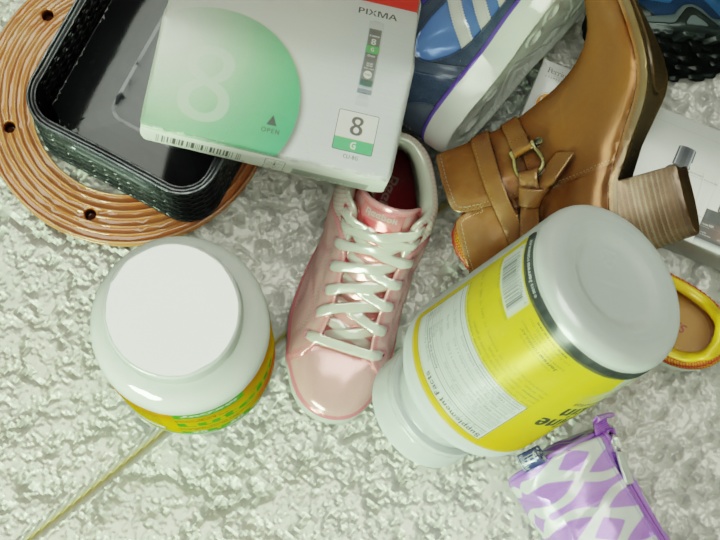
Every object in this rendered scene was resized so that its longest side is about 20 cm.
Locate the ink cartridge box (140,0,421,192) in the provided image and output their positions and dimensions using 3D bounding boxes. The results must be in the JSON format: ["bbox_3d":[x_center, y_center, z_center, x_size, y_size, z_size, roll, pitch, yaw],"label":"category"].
[{"bbox_3d":[-0.041,-0.163,1.378,0.161,0.050,0.200,12,83,-5],"label":"ink cartridge box"}]

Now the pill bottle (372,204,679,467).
[{"bbox_3d":[0.097,0.049,1.369,0.112,0.200,0.112,20,52,-29],"label":"pill bottle"}]

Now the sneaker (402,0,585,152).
[{"bbox_3d":[0.063,-0.192,1.464,0.146,0.081,0.200,40,94,16],"label":"sneaker"}]

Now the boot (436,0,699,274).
[{"bbox_3d":[0.125,-0.093,1.417,0.155,0.077,0.200,-14,85,17],"label":"boot"}]

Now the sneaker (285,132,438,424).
[{"bbox_3d":[0.000,0.000,1.432,0.075,0.105,0.200,17,82,0],"label":"sneaker"}]

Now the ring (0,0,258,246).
[{"bbox_3d":[-0.159,-0.114,1.492,0.200,0.019,0.201,0,79,-1],"label":"ring"}]

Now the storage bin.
[{"bbox_3d":[-0.118,-0.149,1.443,0.135,0.094,0.200,28,80,3],"label":"storage bin"}]

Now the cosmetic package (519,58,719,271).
[{"bbox_3d":[0.199,-0.066,1.472,0.200,0.051,0.083,22,80,3],"label":"cosmetic package"}]

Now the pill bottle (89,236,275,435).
[{"bbox_3d":[-0.111,0.040,1.373,0.111,0.200,0.111,0,80,-1],"label":"pill bottle"}]

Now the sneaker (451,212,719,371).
[{"bbox_3d":[0.156,0.003,1.447,0.200,0.077,0.073,22,82,7],"label":"sneaker"}]

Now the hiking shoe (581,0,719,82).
[{"bbox_3d":[0.246,-0.182,1.491,0.200,0.074,0.087,-3,67,-8],"label":"hiking shoe"}]

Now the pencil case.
[{"bbox_3d":[0.177,0.191,1.409,0.085,0.084,0.200,-33,85,25],"label":"pencil case"}]
